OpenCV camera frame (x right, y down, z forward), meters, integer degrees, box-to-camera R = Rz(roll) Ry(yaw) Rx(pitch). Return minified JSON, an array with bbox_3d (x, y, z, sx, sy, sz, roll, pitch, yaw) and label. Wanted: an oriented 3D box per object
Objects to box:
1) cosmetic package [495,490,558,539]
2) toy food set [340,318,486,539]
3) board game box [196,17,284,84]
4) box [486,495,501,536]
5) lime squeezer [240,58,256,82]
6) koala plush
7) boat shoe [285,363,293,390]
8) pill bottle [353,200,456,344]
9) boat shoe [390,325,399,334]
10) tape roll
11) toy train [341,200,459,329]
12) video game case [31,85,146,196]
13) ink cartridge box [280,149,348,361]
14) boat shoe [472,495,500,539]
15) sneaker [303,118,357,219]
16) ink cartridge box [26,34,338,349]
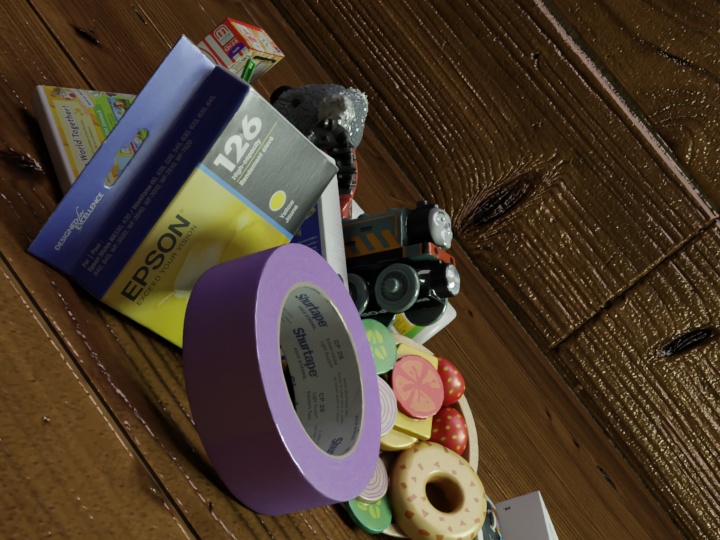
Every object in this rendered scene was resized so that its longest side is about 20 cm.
[{"bbox_3d":[0.182,0.332,1.331,0.200,0.052,0.151,-96,163,-55],"label":"cosmetic package"},{"bbox_3d":[0.033,0.147,1.282,0.198,0.049,0.201,23,58,-28],"label":"toy food set"},{"bbox_3d":[-0.175,-0.222,1.648,0.046,0.151,0.200,51,9,0],"label":"board game box"},{"bbox_3d":[0.109,0.257,1.512,0.200,0.039,0.137,52,9,5],"label":"box"},{"bbox_3d":[-0.116,-0.115,1.325,0.038,0.071,0.200,20,40,-34],"label":"lime squeezer"},{"bbox_3d":[-0.075,-0.143,1.668,0.184,0.200,0.177,51,9,1],"label":"koala plush"},{"bbox_3d":[0.013,0.150,1.358,0.203,0.075,0.075,52,10,6],"label":"boat shoe"},{"bbox_3d":[0.020,0.012,1.790,0.200,0.111,0.111,52,10,4],"label":"pill bottle"},{"bbox_3d":[0.019,0.087,1.509,0.200,0.072,0.066,58,24,7],"label":"boat shoe"},{"bbox_3d":[-0.056,0.083,1.086,0.200,0.065,0.201,46,37,-50],"label":"tape roll"},{"bbox_3d":[0.000,0.000,1.333,0.085,0.199,0.114,26,57,-56],"label":"toy train"},{"bbox_3d":[-0.176,-0.085,1.225,0.181,0.023,0.200,2,43,-31],"label":"video game case"},{"bbox_3d":[-0.063,-0.006,1.303,0.039,0.099,0.201,31,48,-52],"label":"ink cartridge box"},{"bbox_3d":[0.106,0.260,1.347,0.060,0.076,0.200,28,22,-19],"label":"boat shoe"},{"bbox_3d":[-0.040,-0.053,1.461,0.098,0.071,0.201,158,-67,-85],"label":"sneaker"},{"bbox_3d":[-0.127,-0.048,1.093,0.047,0.198,0.200,34,-2,34],"label":"ink cartridge box"}]
